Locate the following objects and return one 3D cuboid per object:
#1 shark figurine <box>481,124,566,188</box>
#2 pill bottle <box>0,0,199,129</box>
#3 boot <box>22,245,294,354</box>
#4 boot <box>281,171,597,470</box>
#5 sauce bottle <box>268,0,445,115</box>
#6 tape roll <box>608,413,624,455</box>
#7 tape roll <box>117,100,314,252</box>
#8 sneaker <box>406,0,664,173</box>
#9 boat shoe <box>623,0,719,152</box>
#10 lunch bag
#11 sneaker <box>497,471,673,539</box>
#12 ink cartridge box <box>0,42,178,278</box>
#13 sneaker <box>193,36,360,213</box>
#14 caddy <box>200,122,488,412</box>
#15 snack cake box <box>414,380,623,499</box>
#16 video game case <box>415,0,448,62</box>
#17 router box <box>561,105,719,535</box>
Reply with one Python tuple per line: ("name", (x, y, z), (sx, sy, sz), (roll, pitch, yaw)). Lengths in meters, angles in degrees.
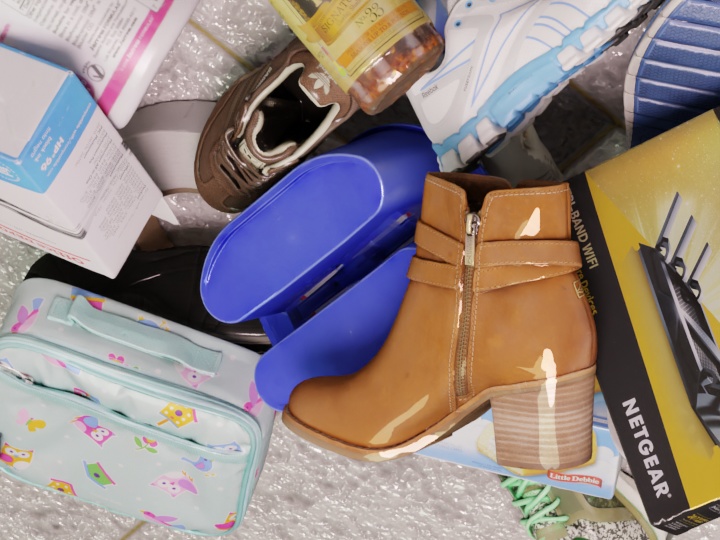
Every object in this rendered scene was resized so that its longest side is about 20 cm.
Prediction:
("shark figurine", (0.131, 0.005, 1.205), (0.215, 0.089, 0.128), (48, 174, 18))
("pill bottle", (-0.202, -0.183, 1.209), (0.199, 0.114, 0.114), (31, 135, -7))
("boot", (-0.123, 0.059, 1.382), (0.202, 0.074, 0.155), (6, 137, 17))
("boot", (0.037, 0.025, 1.096), (0.199, 0.076, 0.157), (2, 103, 38))
("sauce bottle", (-0.037, -0.179, 1.104), (0.200, 0.066, 0.066), (48, 133, 3))
("tape roll", (0.233, 0.045, 1.172), (0.037, 0.204, 0.202), (41, 133, -23))
("tape roll", (-0.100, -0.026, 1.366), (0.201, 0.037, 0.204), (12, 134, 12))
("sneaker", (0.094, -0.139, 1.105), (0.200, 0.075, 0.087), (-40, 83, 29))
("boat shoe", (0.187, -0.107, 1.150), (0.072, 0.073, 0.201), (15, 140, 3))
("lunch bag", (-0.157, 0.091, 1.314), (0.198, 0.078, 0.161), (18, 142, 1))
("sneaker", (0.137, 0.162, 1.405), (0.199, 0.089, 0.077), (38, 133, -14))
("ink cartridge box", (-0.201, -0.064, 1.237), (0.115, 0.068, 0.200), (22, 163, 24))
("sneaker", (-0.060, -0.087, 1.208), (0.070, 0.076, 0.200), (45, 136, -1))
("caddy", (0.000, 0.000, 1.219), (0.200, 0.105, 0.142), (-37, 82, 33))
("snack cake box", (0.085, 0.069, 1.324), (0.198, 0.115, 0.068), (11, 134, 11))
("video game case", (0.042, -0.208, 1.137), (0.180, 0.046, 0.200), (29, 134, -7))
("router box", (0.199, 0.020, 1.074), (0.156, 0.202, 0.052), (-26, 158, 17))
